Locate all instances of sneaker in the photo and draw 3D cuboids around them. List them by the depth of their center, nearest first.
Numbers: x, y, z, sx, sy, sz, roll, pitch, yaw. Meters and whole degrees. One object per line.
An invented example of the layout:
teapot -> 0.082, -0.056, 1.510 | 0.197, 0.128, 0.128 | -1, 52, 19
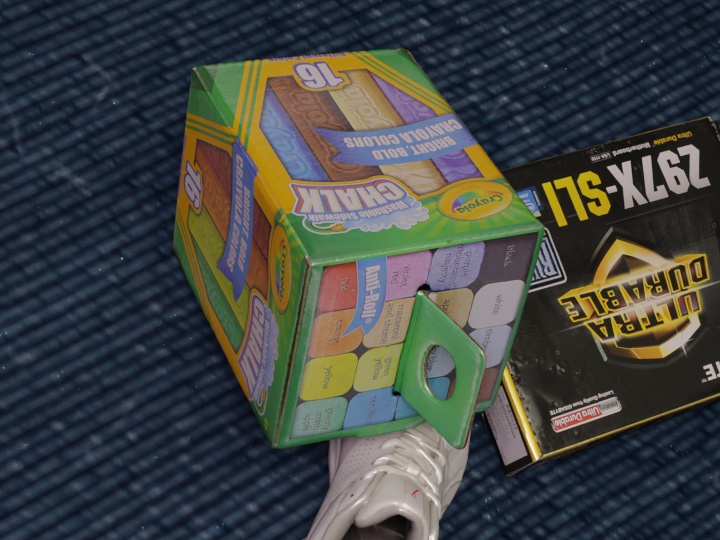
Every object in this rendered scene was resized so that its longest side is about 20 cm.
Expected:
sneaker -> 0.019, 0.114, 0.855 | 0.078, 0.099, 0.200 | 28, 64, -11

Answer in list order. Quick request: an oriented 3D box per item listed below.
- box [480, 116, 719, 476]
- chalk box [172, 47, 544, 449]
box -> 0.144, 0.010, 0.971 | 0.199, 0.049, 0.160 | -15, 76, -25
chalk box -> 0.000, 0.000, 0.828 | 0.123, 0.125, 0.200 | -8, 42, -24
